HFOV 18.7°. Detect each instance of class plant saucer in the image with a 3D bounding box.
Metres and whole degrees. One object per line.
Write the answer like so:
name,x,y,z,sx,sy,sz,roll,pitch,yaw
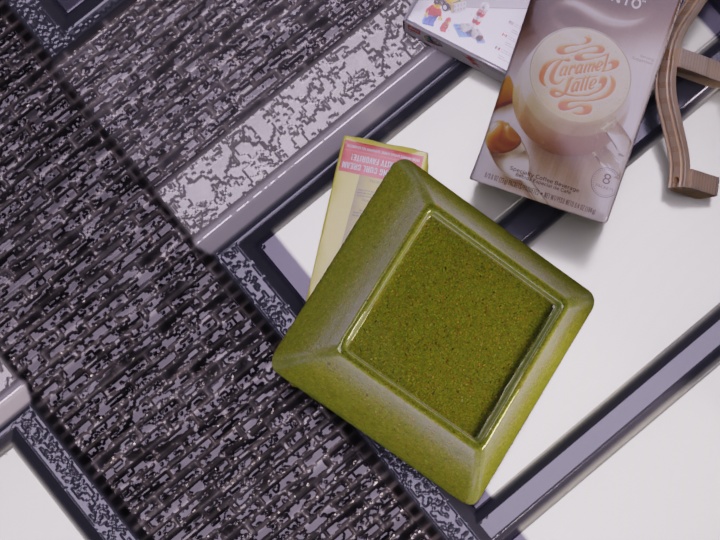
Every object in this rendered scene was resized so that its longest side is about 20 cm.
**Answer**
plant saucer,0.065,0.044,1.680,0.199,0.048,0.200,35,75,-11

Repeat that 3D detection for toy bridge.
toy bridge,0.267,-0.162,1.741,0.067,0.027,0.201,14,82,-33

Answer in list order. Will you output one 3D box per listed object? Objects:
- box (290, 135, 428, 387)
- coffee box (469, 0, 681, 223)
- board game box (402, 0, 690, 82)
box,0.000,0.000,1.724,0.075,0.050,0.201,13,79,3
coffee box,0.170,-0.149,1.698,0.114,0.080,0.201,18,94,7
board game box,0.150,-0.207,1.770,0.199,0.035,0.127,28,81,6
